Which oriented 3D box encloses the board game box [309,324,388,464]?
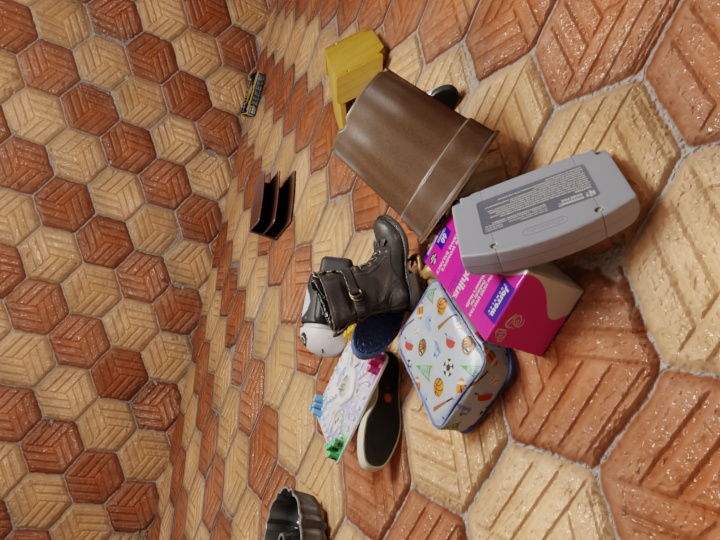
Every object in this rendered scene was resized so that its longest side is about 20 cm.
[{"bbox_3d":[-0.029,0.209,0.999,0.204,0.025,0.200,-64,18,4],"label":"board game box"}]

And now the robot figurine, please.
[{"bbox_3d":[-0.061,0.077,1.147,0.123,0.148,0.206,-6,70,48],"label":"robot figurine"}]

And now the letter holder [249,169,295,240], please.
[{"bbox_3d":[-0.283,-0.230,1.795,0.142,0.098,0.205,-36,46,50],"label":"letter holder"}]

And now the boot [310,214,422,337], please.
[{"bbox_3d":[0.000,0.000,0.901,0.070,0.169,0.204,111,146,-55],"label":"boot"}]

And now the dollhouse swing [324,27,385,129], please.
[{"bbox_3d":[-0.006,-0.483,1.436,0.178,0.178,0.202,-24,41,4],"label":"dollhouse swing"}]

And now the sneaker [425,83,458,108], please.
[{"bbox_3d":[0.114,-0.325,1.069,0.201,0.066,0.111,-40,45,54],"label":"sneaker"}]

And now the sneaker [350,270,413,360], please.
[{"bbox_3d":[0.037,0.085,0.947,0.201,0.069,0.078,-52,-6,-39],"label":"sneaker"}]

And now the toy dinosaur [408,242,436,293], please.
[{"bbox_3d":[0.121,-0.008,0.896,0.107,0.059,0.204,-119,27,-51],"label":"toy dinosaur"}]

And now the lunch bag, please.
[{"bbox_3d":[0.128,0.121,0.800,0.163,0.074,0.202,-63,29,28],"label":"lunch bag"}]

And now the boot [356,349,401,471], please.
[{"bbox_3d":[0.009,0.257,0.979,0.144,0.071,0.205,-38,36,52],"label":"boot"}]

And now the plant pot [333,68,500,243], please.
[{"bbox_3d":[0.076,-0.184,0.837,0.202,0.197,0.200,-52,-3,-3],"label":"plant pot"}]

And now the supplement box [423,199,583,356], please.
[{"bbox_3d":[0.179,0.004,0.727,0.103,0.101,0.201,-63,30,20],"label":"supplement box"}]

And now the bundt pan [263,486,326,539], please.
[{"bbox_3d":[-0.125,0.540,1.091,0.202,0.074,0.207,-42,41,50],"label":"bundt pan"}]

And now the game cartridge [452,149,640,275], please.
[{"bbox_3d":[0.207,-0.066,0.641,0.195,0.042,0.135,-19,41,17],"label":"game cartridge"}]

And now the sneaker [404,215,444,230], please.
[{"bbox_3d":[0.108,-0.167,0.992,0.086,0.072,0.206,-16,63,62],"label":"sneaker"}]

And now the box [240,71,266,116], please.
[{"bbox_3d":[-0.519,-0.847,2.658,0.159,0.048,0.205,30,104,65],"label":"box"}]
